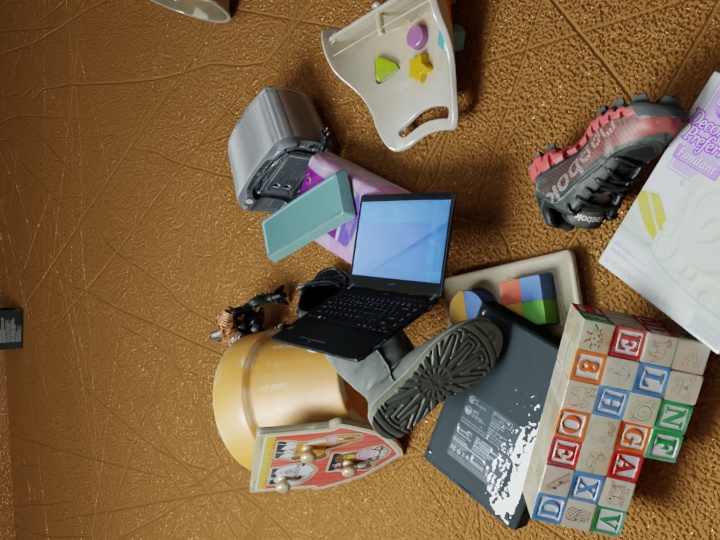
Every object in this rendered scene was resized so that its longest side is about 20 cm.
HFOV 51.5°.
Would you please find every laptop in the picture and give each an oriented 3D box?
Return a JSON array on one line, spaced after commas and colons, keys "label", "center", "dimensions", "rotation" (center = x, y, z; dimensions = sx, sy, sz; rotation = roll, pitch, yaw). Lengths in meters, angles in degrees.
[{"label": "laptop", "center": [0.000, 0.000, 0.856], "dimensions": [0.177, 0.200, 0.103], "rotation": [5, 123, 54]}]

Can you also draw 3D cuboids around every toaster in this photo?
[{"label": "toaster", "center": [-0.124, -0.188, 1.141], "dimensions": [0.200, 0.114, 0.129], "rotation": [-47, 53, 41]}]

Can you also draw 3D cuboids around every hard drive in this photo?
[{"label": "hard drive", "center": [0.154, 0.151, 0.801], "dimensions": [0.140, 0.033, 0.200], "rotation": [33, 112, 42]}]

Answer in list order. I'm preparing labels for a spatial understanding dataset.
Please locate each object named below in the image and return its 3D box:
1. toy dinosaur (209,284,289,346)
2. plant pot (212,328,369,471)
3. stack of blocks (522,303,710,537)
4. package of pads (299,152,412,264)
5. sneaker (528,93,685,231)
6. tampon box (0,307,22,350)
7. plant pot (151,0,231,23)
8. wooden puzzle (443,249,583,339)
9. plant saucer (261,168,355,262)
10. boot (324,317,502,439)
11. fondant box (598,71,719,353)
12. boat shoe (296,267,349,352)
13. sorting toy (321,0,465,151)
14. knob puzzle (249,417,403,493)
[{"label": "toy dinosaur", "center": [-0.176, 0.091, 1.173], "dimensions": [0.200, 0.136, 0.102], "rotation": [-82, -22, -85]}, {"label": "plant pot", "center": [-0.066, 0.169, 1.022], "dimensions": [0.183, 0.200, 0.200], "rotation": [-16, 77, 33]}, {"label": "stack of blocks", "center": [0.235, 0.143, 0.702], "dimensions": [0.059, 0.115, 0.200], "rotation": [-71, -7, -78]}, {"label": "package of pads", "center": [-0.006, -0.078, 1.027], "dimensions": [0.200, 0.076, 0.121], "rotation": [34, 112, 45]}, {"label": "sneaker", "center": [0.233, -0.094, 0.712], "dimensions": [0.200, 0.071, 0.098], "rotation": [144, 131, -65]}, {"label": "tampon box", "center": [-1.167, 0.180, 2.303], "dimensions": [0.150, 0.200, 0.126], "rotation": [1, 90, 49]}, {"label": "plant pot", "center": [-0.297, -0.564, 1.312], "dimensions": [0.200, 0.200, 0.184], "rotation": [21, 93, 48]}, {"label": "wooden puzzle", "center": [0.166, 0.084, 0.843], "dimensions": [0.200, 0.046, 0.185], "rotation": [-17, 77, 49]}, {"label": "plant saucer", "center": [-0.079, -0.073, 1.042], "dimensions": [0.200, 0.019, 0.070], "rotation": [-26, 70, 48]}, {"label": "boot", "center": [0.049, 0.082, 0.850], "dimensions": [0.182, 0.073, 0.200], "rotation": [-35, 23, 1]}, {"label": "fondant box", "center": [0.322, -0.049, 0.651], "dimensions": [0.144, 0.058, 0.200], "rotation": [47, 122, 40]}, {"label": "boat shoe", "center": [-0.048, 0.037, 1.018], "dimensions": [0.075, 0.200, 0.062], "rotation": [-9, 114, 9]}, {"label": "sorting toy", "center": [0.063, -0.250, 0.938], "dimensions": [0.200, 0.107, 0.180], "rotation": [-13, 87, 49]}, {"label": "knob puzzle", "center": [-0.039, 0.251, 0.972], "dimensions": [0.220, 0.220, 0.030], "rotation": [-49, 40, 38]}]
